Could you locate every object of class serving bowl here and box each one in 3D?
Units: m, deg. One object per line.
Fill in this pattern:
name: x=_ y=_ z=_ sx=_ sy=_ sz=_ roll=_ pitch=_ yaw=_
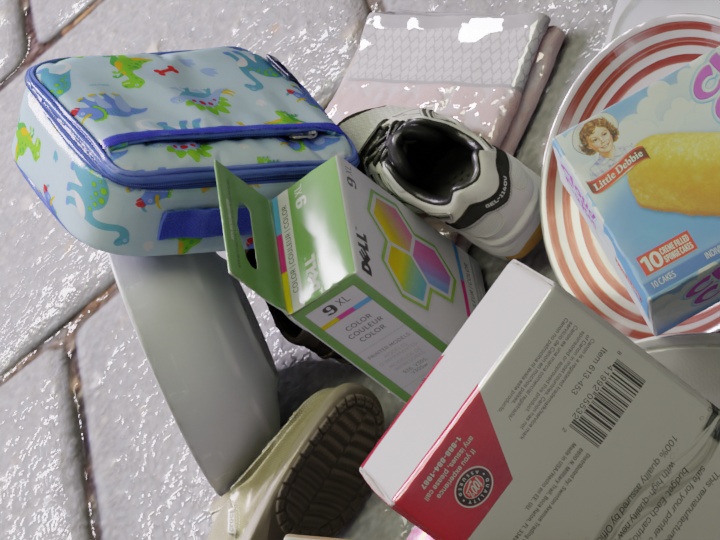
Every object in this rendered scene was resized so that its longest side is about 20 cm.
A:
serving bowl: x=-0.100 y=0.045 z=1.809 sx=0.065 sy=0.201 sz=0.201 roll=-23 pitch=40 yaw=1

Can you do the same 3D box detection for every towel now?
towel: x=0.034 y=-0.094 z=1.894 sx=0.199 sy=0.032 sz=0.192 roll=8 pitch=68 yaw=52

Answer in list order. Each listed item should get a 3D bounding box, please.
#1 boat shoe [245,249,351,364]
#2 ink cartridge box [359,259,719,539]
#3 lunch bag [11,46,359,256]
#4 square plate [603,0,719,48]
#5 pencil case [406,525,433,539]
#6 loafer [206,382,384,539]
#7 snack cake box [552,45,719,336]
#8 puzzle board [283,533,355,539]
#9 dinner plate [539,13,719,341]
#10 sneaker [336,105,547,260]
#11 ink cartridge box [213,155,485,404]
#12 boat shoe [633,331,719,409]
boat shoe: x=-0.048 y=-0.022 z=1.851 sx=0.075 sy=0.073 sz=0.200 roll=-57 pitch=45 yaw=27
ink cartridge box: x=0.124 y=0.114 z=1.474 sx=0.145 sy=0.200 sz=0.084 roll=-53 pitch=16 yaw=0
lunch bag: x=-0.110 y=-0.076 z=1.779 sx=0.161 sy=0.199 sz=0.083 roll=50 pitch=133 yaw=44
square plate: x=0.212 y=-0.116 z=1.715 sx=0.199 sy=0.028 sz=0.199 roll=-7 pitch=56 yaw=45
pencil case: x=0.038 y=0.225 z=1.587 sx=0.090 sy=0.083 sz=0.201 roll=28 pitch=83 yaw=39
loafer: x=-0.058 y=0.155 z=1.755 sx=0.068 sy=0.076 sz=0.201 roll=26 pitch=83 yaw=48
snack cake box: x=0.221 y=-0.065 z=1.543 sx=0.199 sy=0.067 sz=0.115 roll=-29 pitch=68 yaw=-1
puzzle board: x=0.064 y=0.204 z=1.461 sx=0.198 sy=0.151 sz=0.017 roll=3 pitch=44 yaw=21
dinner plate: x=0.189 y=-0.053 z=1.652 sx=0.199 sy=0.024 sz=0.202 roll=-7 pitch=80 yaw=45
sneaker: x=0.039 y=-0.076 z=1.778 sx=0.199 sy=0.088 sz=0.076 roll=23 pitch=80 yaw=47
ink cartridge box: x=0.000 y=0.000 z=1.710 sx=0.059 sy=0.200 sz=0.104 roll=-34 pitch=41 yaw=24
boat shoe: x=0.152 y=0.078 z=1.597 sx=0.199 sy=0.074 sz=0.060 roll=-24 pitch=7 yaw=25
